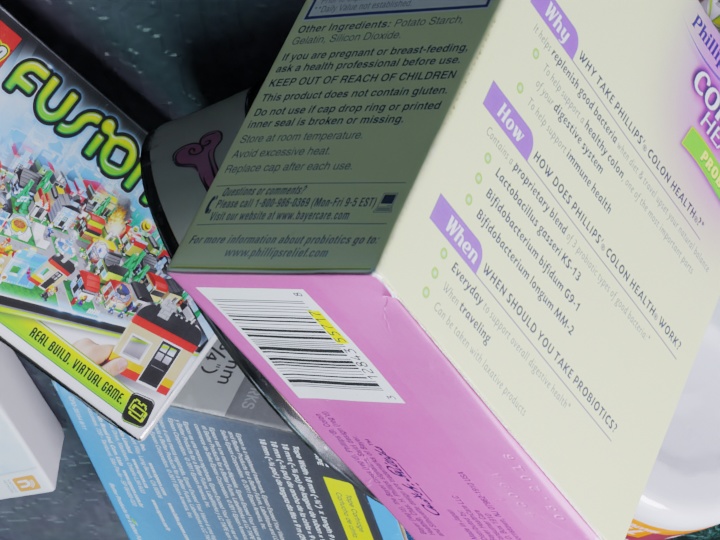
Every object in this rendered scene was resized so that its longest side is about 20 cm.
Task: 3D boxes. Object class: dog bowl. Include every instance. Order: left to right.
[{"bbox_3d":[0.000,0.000,1.100,0.074,0.200,0.200,-36,128,15],"label":"dog bowl"}]

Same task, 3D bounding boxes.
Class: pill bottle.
[{"bbox_3d":[0.101,0.076,1.201,0.113,0.113,0.200,19,160,-18],"label":"pill bottle"}]

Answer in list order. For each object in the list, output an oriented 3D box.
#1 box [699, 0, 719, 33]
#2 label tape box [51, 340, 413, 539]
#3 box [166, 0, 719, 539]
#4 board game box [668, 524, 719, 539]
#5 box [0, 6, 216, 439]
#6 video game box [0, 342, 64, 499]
[{"bbox_3d":[0.084,-0.140,1.040,0.200,0.035,0.110,28,133,-27],"label":"box"},{"bbox_3d":[-0.030,0.092,1.250,0.200,0.063,0.144,11,145,24],"label":"label tape box"},{"bbox_3d":[0.049,-0.027,0.961,0.097,0.200,0.176,1,145,40],"label":"box"},{"bbox_3d":[0.198,0.179,1.311,0.135,0.028,0.200,-18,141,15],"label":"board game box"},{"bbox_3d":[-0.135,-0.024,1.131,0.200,0.110,0.035,41,171,-37],"label":"box"},{"bbox_3d":[-0.265,0.050,1.280,0.182,0.047,0.200,-12,138,13],"label":"video game box"}]
